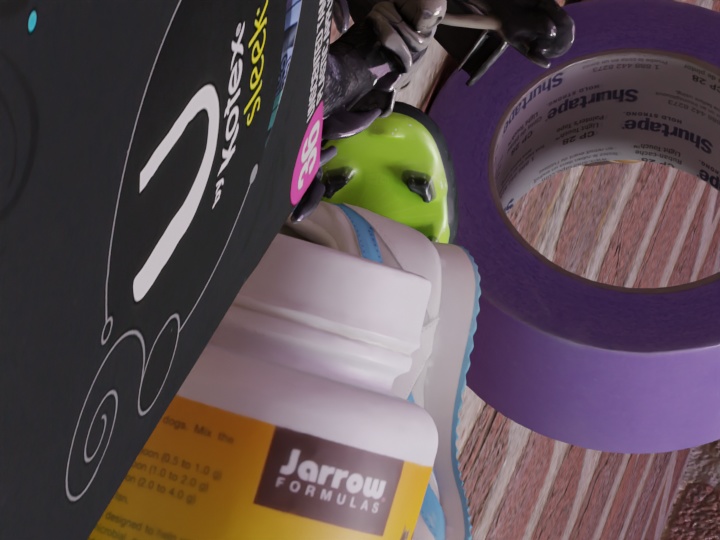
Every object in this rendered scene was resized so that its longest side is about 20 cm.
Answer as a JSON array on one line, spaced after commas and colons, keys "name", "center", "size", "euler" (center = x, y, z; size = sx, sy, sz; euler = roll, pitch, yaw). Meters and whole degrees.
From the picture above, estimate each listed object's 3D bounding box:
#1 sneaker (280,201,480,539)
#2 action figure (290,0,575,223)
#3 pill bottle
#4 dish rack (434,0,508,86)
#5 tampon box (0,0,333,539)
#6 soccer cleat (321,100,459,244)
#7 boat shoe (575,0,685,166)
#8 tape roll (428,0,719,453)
[{"name": "sneaker", "center": [-0.010, 0.065, 0.994], "size": [0.077, 0.081, 0.200], "euler": [-45, -148, 42]}, {"name": "action figure", "center": [-0.021, -0.075, 0.811], "size": [0.200, 0.102, 0.119], "euler": [-30, 151, -36]}, {"name": "pill bottle", "center": [-0.042, 0.089, 0.892], "size": [0.109, 0.109, 0.200], "euler": [22, 84, -79]}, {"name": "dish rack", "center": [0.100, -0.180, 1.192], "size": [0.200, 0.055, 0.153], "euler": [-50, -178, 27]}, {"name": "tampon box", "center": [-0.092, -0.032, 0.429], "size": [0.200, 0.126, 0.150], "euler": [-62, 163, -47]}, {"name": "soccer cleat", "center": [0.000, 0.000, 1.129], "size": [0.200, 0.067, 0.081], "euler": [96, -3, -46]}, {"name": "boat shoe", "center": [0.150, -0.155, 1.657], "size": [0.072, 0.072, 0.200], "euler": [165, -66, -67]}, {"name": "tape roll", "center": [0.125, -0.023, 1.327], "size": [0.085, 0.200, 0.200], "euler": [88, 21, -56]}]
